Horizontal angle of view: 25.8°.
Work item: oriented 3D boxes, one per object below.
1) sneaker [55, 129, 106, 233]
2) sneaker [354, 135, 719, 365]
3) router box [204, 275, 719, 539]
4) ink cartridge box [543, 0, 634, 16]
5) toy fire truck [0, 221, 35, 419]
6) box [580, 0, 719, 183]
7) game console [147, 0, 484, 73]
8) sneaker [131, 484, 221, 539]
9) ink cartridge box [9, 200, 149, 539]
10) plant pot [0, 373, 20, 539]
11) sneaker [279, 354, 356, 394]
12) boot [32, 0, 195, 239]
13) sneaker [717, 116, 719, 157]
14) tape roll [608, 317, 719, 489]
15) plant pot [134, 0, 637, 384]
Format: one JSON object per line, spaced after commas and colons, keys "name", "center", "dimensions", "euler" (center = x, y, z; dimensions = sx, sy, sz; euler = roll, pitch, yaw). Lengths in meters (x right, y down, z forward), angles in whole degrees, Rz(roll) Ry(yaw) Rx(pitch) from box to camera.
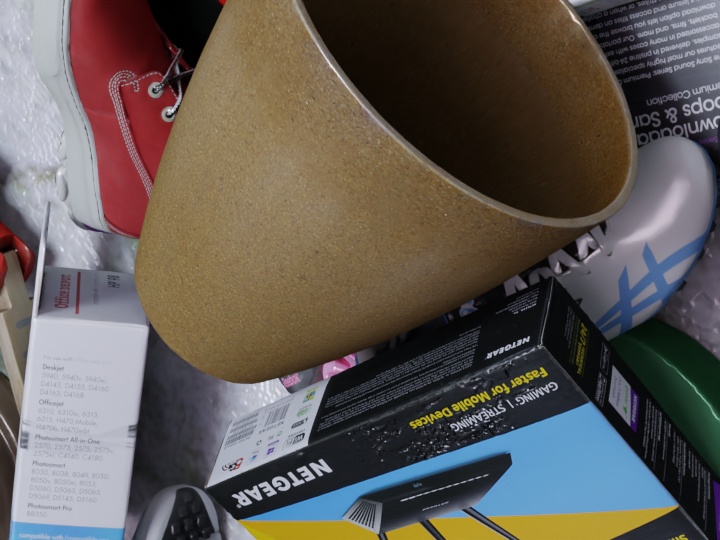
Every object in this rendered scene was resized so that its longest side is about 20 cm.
{"name": "sneaker", "center": [-0.108, -0.095, 0.898], "dimensions": [0.083, 0.081, 0.201], "euler": [37, 118, 10]}
{"name": "sneaker", "center": [0.082, 0.008, 0.738], "dimensions": [0.200, 0.072, 0.072], "euler": [-39, 61, 21]}
{"name": "router box", "center": [0.049, 0.102, 0.735], "dimensions": [0.199, 0.051, 0.149], "euler": [-26, 118, 33]}
{"name": "ink cartridge box", "center": [0.081, -0.189, 0.737], "dimensions": [0.199, 0.048, 0.147], "euler": [-14, 89, 32]}
{"name": "toy fire truck", "center": [-0.275, 0.022, 0.973], "dimensions": [0.200, 0.176, 0.129], "euler": [39, 143, 16]}
{"name": "box", "center": [0.117, -0.132, 0.769], "dimensions": [0.142, 0.036, 0.202], "euler": [-10, 90, 34]}
{"name": "game console", "center": [-0.050, -0.131, 0.798], "dimensions": [0.200, 0.031, 0.177], "euler": [43, 134, -9]}
{"name": "sneaker", "center": [-0.142, 0.218, 0.967], "dimensions": [0.081, 0.075, 0.202], "euler": [28, 109, 38]}
{"name": "ink cartridge box", "center": [-0.164, 0.070, 0.924], "dimensions": [0.066, 0.116, 0.202], "euler": [6, 103, -11]}
{"name": "plant pot", "center": [-0.300, 0.159, 1.046], "dimensions": [0.199, 0.092, 0.203], "euler": [5, 100, 31]}
{"name": "sneaker", "center": [0.000, 0.000, 0.840], "dimensions": [0.095, 0.079, 0.201], "euler": [47, 126, 36]}
{"name": "boot", "center": [-0.082, -0.085, 0.787], "dimensions": [0.143, 0.073, 0.201], "euler": [15, 140, 17]}
{"name": "sneaker", "center": [0.218, 0.003, 0.699], "dimensions": [0.082, 0.072, 0.202], "euler": [-15, 108, -2]}
{"name": "tape roll", "center": [0.113, 0.120, 0.799], "dimensions": [0.199, 0.048, 0.202], "euler": [5, 100, 32]}
{"name": "plant pot", "center": [-0.011, -0.040, 0.697], "dimensions": [0.200, 0.186, 0.187], "euler": [-44, 73, 38]}
